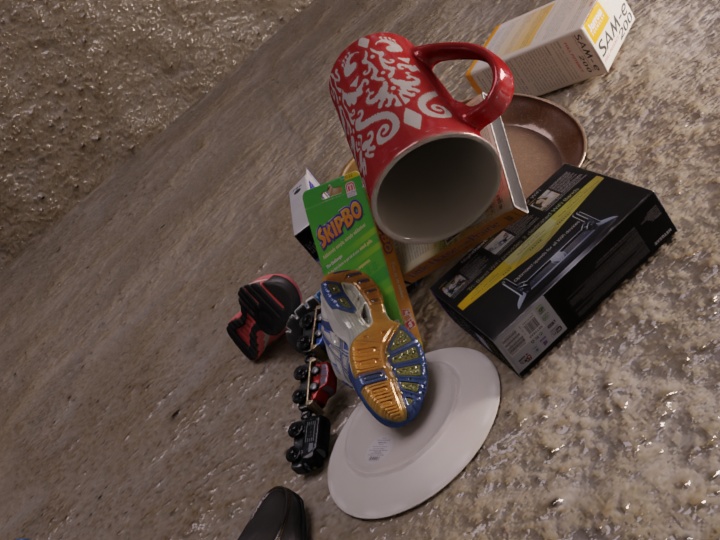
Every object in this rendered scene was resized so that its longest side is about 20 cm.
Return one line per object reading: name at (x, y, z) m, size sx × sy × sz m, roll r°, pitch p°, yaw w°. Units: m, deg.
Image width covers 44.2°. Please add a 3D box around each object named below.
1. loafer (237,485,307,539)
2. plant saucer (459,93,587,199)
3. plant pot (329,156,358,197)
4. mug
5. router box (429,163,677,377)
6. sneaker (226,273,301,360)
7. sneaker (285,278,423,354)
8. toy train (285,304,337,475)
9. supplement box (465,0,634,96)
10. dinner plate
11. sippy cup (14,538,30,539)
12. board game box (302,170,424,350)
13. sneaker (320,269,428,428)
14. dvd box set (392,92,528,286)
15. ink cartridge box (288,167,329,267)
loafer at (-0.102, 0.268, 0.784) m, size 0.072 × 0.072 × 0.201 m, roll -26°, pitch 28°, yaw 31°
plant saucer at (0.161, -0.133, 1.030) m, size 0.197 × 0.037 × 0.202 m, roll -6°, pitch 45°, yaw 6°
plant pot at (0.052, -0.118, 1.100) m, size 0.197 × 0.028 × 0.201 m, roll -12°, pitch 38°, yaw 10°
mug at (0.064, -0.152, 0.903) m, size 0.176 × 0.134 × 0.201 m, roll -25°, pitch 48°, yaw 1°
router box at (0.179, -0.008, 0.857) m, size 0.200 × 0.052 × 0.157 m, roll -42°, pitch 24°, yaw -2°
sneaker at (-0.110, 0.041, 1.126) m, size 0.087 × 0.074 × 0.200 m, roll -40°, pitch -3°, yaw -31°
sneaker at (-0.006, 0.022, 1.064) m, size 0.199 × 0.075 × 0.087 m, roll -34°, pitch 4°, yaw -3°
toy train at (-0.047, 0.120, 0.948) m, size 0.045 × 0.034 × 0.202 m, roll -16°, pitch 49°, yaw 23°
supplement box at (0.257, -0.304, 1.211) m, size 0.199 × 0.074 × 0.127 m, roll -11°, pitch 37°, yaw 48°
dinner plate at (0.043, 0.144, 0.841) m, size 0.199 × 0.024 × 0.201 m, roll -34°, pitch 26°, yaw 18°
sippy cup at (-0.333, 0.352, 0.914) m, size 0.177 × 0.131 × 0.140 m, roll -37°, pitch 24°, yaw 9°
board game box at (0.000, 0.000, 0.951) m, size 0.095 × 0.203 × 0.030 m, roll -15°, pitch 4°, yaw 44°
sneaker at (0.011, 0.089, 0.882) m, size 0.074 × 0.089 × 0.201 m, roll -5°, pitch 40°, yaw -17°
dvd box set at (0.078, -0.077, 0.954) m, size 0.199 × 0.029 × 0.148 m, roll -33°, pitch 54°, yaw 33°
ink cartridge box at (-0.055, -0.064, 1.238) m, size 0.039 × 0.100 × 0.201 m, roll -36°, pitch 24°, yaw 12°
